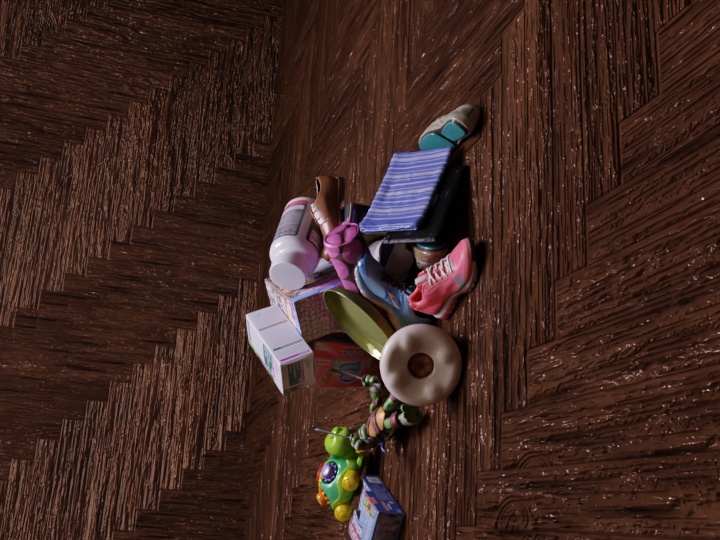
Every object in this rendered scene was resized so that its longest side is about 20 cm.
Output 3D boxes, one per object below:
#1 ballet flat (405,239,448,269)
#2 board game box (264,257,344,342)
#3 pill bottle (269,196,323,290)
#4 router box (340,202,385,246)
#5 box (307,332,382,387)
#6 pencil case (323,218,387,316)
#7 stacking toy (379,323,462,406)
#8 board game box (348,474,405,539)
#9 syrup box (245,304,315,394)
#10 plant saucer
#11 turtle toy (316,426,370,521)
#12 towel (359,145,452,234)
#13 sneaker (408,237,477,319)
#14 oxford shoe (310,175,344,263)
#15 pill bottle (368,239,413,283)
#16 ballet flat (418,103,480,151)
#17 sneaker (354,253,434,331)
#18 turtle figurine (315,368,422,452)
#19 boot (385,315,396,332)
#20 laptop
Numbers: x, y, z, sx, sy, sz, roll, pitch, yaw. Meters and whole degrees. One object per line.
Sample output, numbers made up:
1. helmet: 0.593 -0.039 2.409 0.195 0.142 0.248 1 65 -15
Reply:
1. ballet flat: 0.128 -0.038 1.624 0.200 0.069 0.066 -109 20 -73
2. board game box: -0.100 0.061 1.837 0.200 0.158 0.098 30 136 62
3. pill bottle: -0.135 -0.057 1.812 0.111 0.109 0.202 115 173 -45
4. router box: 0.022 -0.095 1.845 0.200 0.155 0.053 156 121 -72
5. box: -0.047 0.197 1.840 0.094 0.198 0.104 21 103 54
6. pencil case: 0.000 0.000 1.680 0.094 0.090 0.202 -87 -21 -59
7. stacking toy: 0.111 0.151 1.533 0.200 0.144 0.148 -71 -8 -79
8. board game box: 0.019 0.553 1.715 0.200 0.061 0.203 -151 71 -73
9. syrup box: -0.170 0.164 1.760 0.200 0.080 0.080 47 148 50
10. plant saucer: 0.007 0.104 1.658 0.031 0.200 0.200 -45 6 -19
11. turtle toy: -0.042 0.440 1.829 0.146 0.100 0.203 -48 -29 -71
12. towel: 0.086 -0.155 1.584 0.143 0.024 0.202 -2 53 41
13. sneaker: 0.145 0.018 1.485 0.201 0.085 0.074 115 156 -46
14. oxford shoe: -0.076 -0.110 1.787 0.071 0.070 0.203 132 142 -60
15. pill bottle: 0.044 -0.001 1.809 0.200 0.107 0.110 133 142 -63
16. ballet flat: 0.173 -0.273 1.593 0.200 0.068 0.071 166 111 -71
17. sneaker: 0.071 0.036 1.604 0.090 0.200 0.079 -30 22 40
18. turtle figurine: 0.022 0.275 1.642 0.193 0.201 0.144 -36 5 41
19. boot: 0.054 0.152 1.775 0.200 0.071 0.147 170 106 -70
20. laptop: 0.118 -0.095 1.601 0.198 0.103 0.179 -1 54 42
